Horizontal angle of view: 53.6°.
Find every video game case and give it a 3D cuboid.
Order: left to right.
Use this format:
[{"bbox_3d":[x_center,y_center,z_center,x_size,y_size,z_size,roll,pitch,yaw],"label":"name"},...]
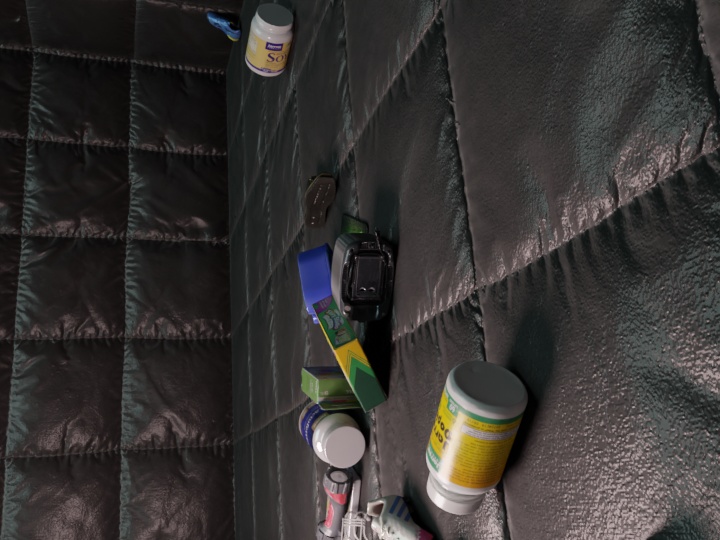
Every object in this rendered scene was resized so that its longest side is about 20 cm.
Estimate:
[{"bbox_3d":[-0.044,0.551,1.699,0.182,0.023,0.202,-150,63,-69],"label":"video game case"}]

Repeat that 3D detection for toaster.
[{"bbox_3d":[0.000,0.000,1.478,0.129,0.113,0.202,-137,49,-69],"label":"toaster"}]

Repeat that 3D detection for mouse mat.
[{"bbox_3d":[-0.021,-0.047,1.710,0.200,0.007,0.162,-148,62,-68],"label":"mouse mat"}]

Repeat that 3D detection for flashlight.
[{"bbox_3d":[-0.065,0.540,1.625,0.068,0.067,0.201,-121,38,-56],"label":"flashlight"}]

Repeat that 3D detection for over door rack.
[{"bbox_3d":[-0.011,0.614,1.502,0.148,0.066,0.201,135,154,-64],"label":"over door rack"}]

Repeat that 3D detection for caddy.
[{"bbox_3d":[-0.081,0.032,1.721,0.142,0.104,0.201,71,-174,-65],"label":"caddy"}]

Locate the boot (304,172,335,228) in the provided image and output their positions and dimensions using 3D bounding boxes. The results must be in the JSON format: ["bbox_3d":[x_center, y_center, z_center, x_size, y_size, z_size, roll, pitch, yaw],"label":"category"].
[{"bbox_3d":[-0.119,-0.227,1.920,0.200,0.077,0.139,118,153,-51],"label":"boot"}]

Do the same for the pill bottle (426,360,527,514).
[{"bbox_3d":[0.154,0.238,0.998,0.113,0.112,0.201,-118,35,-56],"label":"pill bottle"}]

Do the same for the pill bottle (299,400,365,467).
[{"bbox_3d":[-0.064,0.373,1.633,0.200,0.115,0.117,-166,78,-70],"label":"pill bottle"}]

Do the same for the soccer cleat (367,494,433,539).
[{"bbox_3d":[0.069,0.473,1.270,0.200,0.086,0.070,-141,55,-67],"label":"soccer cleat"}]

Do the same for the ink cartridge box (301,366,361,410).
[{"bbox_3d":[-0.064,0.269,1.657,0.200,0.103,0.060,-169,81,-71],"label":"ink cartridge box"}]

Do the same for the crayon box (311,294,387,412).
[{"bbox_3d":[-0.026,0.171,1.503,0.173,0.058,0.200,65,175,-29],"label":"crayon box"}]

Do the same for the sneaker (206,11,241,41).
[{"bbox_3d":[-0.663,-1.211,3.482,0.066,0.200,0.079,-49,-3,-35],"label":"sneaker"}]

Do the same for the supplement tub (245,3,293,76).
[{"bbox_3d":[-0.304,-0.774,2.397,0.200,0.144,0.146,115,150,-50],"label":"supplement tub"}]
